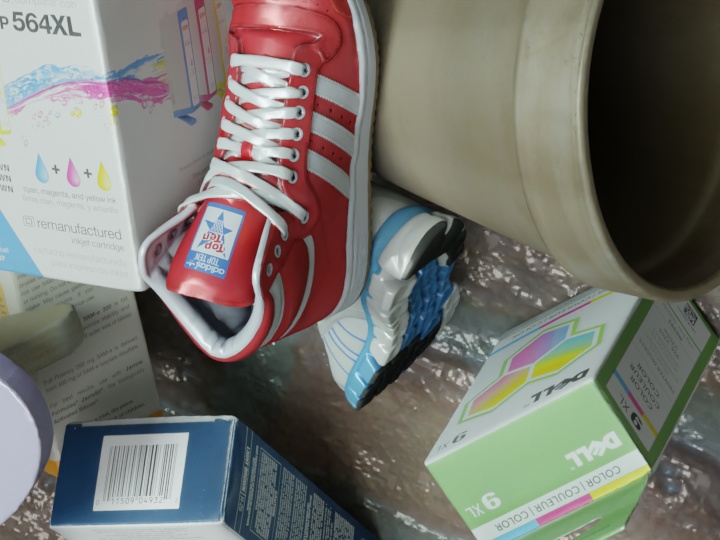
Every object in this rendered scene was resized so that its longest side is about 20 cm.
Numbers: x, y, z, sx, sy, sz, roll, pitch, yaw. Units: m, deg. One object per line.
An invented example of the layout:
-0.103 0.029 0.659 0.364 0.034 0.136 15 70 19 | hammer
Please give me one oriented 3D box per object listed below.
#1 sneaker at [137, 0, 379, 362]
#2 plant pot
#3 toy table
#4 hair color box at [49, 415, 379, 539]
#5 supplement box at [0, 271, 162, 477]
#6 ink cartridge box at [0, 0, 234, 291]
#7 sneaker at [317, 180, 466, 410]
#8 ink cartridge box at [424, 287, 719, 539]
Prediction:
-0.048 -0.055 1.279 0.071 0.112 0.200 9 115 32 | sneaker
0.086 -0.095 1.328 0.173 0.200 0.200 10 120 36 | plant pot
-0.234 0.067 1.404 0.200 0.117 0.184 0 116 13 | toy table
-0.073 0.140 1.500 0.100 0.061 0.200 -3 155 22 | hair color box
-0.183 -0.006 1.499 0.126 0.074 0.200 20 128 50 | supplement box
-0.129 -0.111 1.325 0.128 0.125 0.200 8 118 33 | ink cartridge box
0.000 0.000 1.431 0.087 0.075 0.200 39 157 13 | sneaker
0.098 0.075 1.384 0.104 0.200 0.059 -29 102 30 | ink cartridge box
